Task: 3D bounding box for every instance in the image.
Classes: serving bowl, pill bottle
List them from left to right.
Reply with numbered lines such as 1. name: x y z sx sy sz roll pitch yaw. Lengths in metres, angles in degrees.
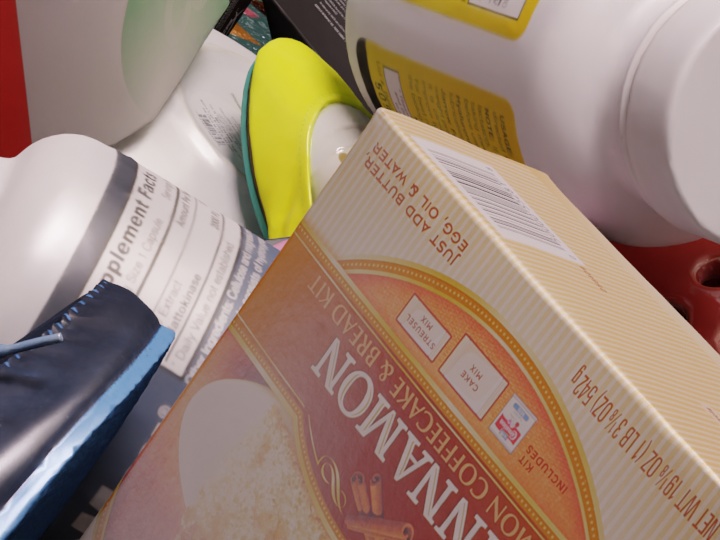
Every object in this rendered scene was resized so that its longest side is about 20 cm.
1. pill bottle: -0.079 0.030 0.693 0.199 0.120 0.120 32 17 -12
2. serving bowl: -0.059 -0.036 0.927 0.200 0.066 0.201 33 30 -22
3. pill bottle: 0.083 -0.071 0.793 0.111 0.112 0.200 25 4 -30

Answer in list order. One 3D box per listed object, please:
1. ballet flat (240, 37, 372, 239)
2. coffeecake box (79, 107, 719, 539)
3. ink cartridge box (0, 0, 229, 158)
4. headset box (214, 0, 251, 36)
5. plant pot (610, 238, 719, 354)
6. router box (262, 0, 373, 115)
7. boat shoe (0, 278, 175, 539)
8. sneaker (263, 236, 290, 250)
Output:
1. ballet flat: 0.000 0.000 0.852 0.067 0.067 0.201 18 60 -44
2. coffeecake box: 0.009 0.090 0.563 0.073 0.200 0.154 17 24 -46
3. ink cartridge box: -0.102 -0.099 0.789 0.050 0.161 0.200 14 47 12
4. headset box: -0.154 -0.150 1.109 0.148 0.075 0.200 39 17 10
5. plant pot: 0.129 0.065 0.872 0.200 0.201 0.182 15 24 -50
6. router box: 0.029 -0.026 1.017 0.200 0.052 0.158 54 -17 45
7. boat shoe: -0.114 0.052 0.548 0.069 0.084 0.200 38 37 4
8. sneaker: -0.007 0.010 0.776 0.082 0.199 0.071 60 26 -67
